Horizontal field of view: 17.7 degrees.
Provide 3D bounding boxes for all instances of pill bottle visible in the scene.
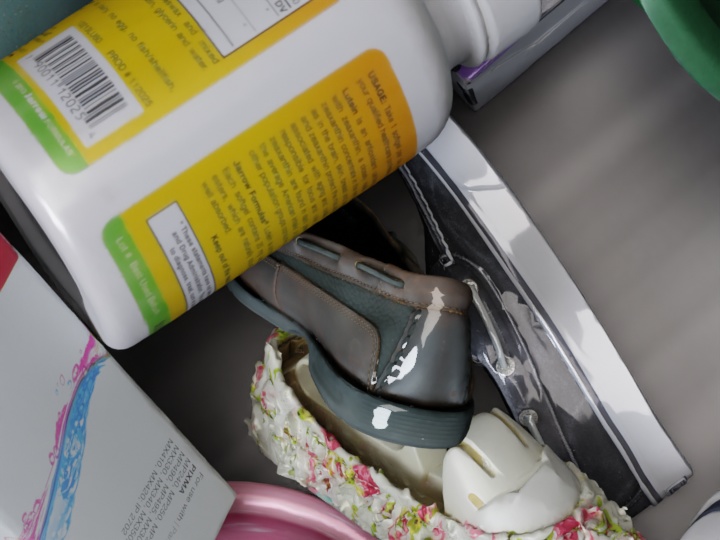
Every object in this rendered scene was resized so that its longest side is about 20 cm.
[{"bbox_3d":[-0.037,-0.070,0.840,0.199,0.111,0.111,-34,81,-11],"label":"pill bottle"}]

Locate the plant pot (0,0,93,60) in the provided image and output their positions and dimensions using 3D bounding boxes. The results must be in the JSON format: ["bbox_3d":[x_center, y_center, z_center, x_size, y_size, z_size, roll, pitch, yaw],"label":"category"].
[{"bbox_3d":[-0.176,-0.117,0.918,0.134,0.200,0.201,-25,81,-22],"label":"plant pot"}]

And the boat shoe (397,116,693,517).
[{"bbox_3d":[0.052,0.016,0.925,0.068,0.072,0.201,-33,88,2],"label":"boat shoe"}]

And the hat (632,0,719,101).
[{"bbox_3d":[0.089,-0.136,0.876,0.175,0.165,0.202,-12,78,48],"label":"hat"}]

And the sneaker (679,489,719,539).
[{"bbox_3d":[0.207,0.137,0.884,0.130,0.079,0.200,-44,107,-29],"label":"sneaker"}]

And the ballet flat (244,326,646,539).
[{"bbox_3d":[0.028,0.074,0.880,0.199,0.064,0.076,25,45,35],"label":"ballet flat"}]

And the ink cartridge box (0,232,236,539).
[{"bbox_3d":[-0.162,0.055,0.851,0.145,0.200,0.083,1,52,38],"label":"ink cartridge box"}]

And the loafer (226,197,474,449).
[{"bbox_3d":[0.000,0.000,0.875,0.071,0.200,0.063,7,109,-23],"label":"loafer"}]

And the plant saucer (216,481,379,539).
[{"bbox_3d":[-0.049,0.186,0.929,0.199,0.051,0.202,-1,84,8],"label":"plant saucer"}]

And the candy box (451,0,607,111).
[{"bbox_3d":[0.044,-0.197,0.941,0.168,0.072,0.200,-41,81,2],"label":"candy box"}]
